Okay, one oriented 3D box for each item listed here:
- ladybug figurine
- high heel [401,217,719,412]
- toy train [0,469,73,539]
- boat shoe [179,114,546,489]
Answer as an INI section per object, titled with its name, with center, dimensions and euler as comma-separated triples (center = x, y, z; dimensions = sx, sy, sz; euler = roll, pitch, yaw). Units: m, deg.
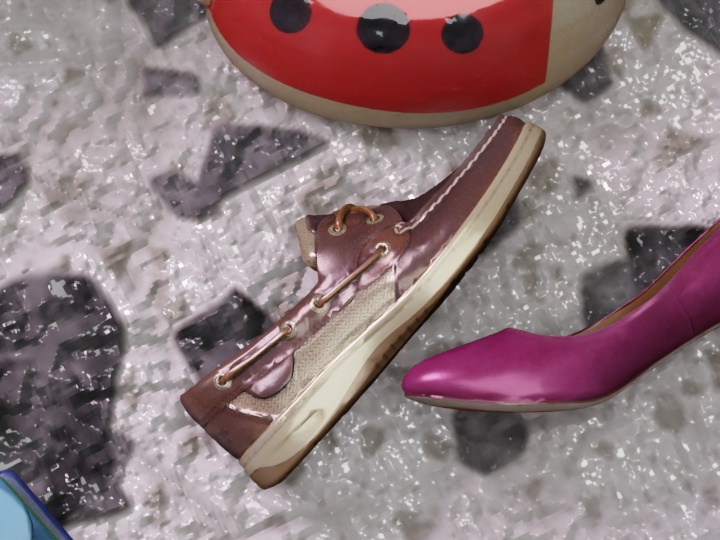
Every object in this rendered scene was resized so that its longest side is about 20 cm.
[ladybug figurine]
center = 0.024, -0.134, 1.300
dimensions = 0.198, 0.072, 0.137
euler = -7, 81, -4
[high heel]
center = 0.110, 0.010, 1.282
dimensions = 0.199, 0.067, 0.097
euler = -6, 90, -19
[toy train]
center = -0.209, 0.162, 1.217
dimensions = 0.200, 0.116, 0.085
euler = -41, 84, -9
[boat shoe]
center = 0.000, 0.000, 1.279
dimensions = 0.072, 0.072, 0.200
euler = 41, 87, 3
